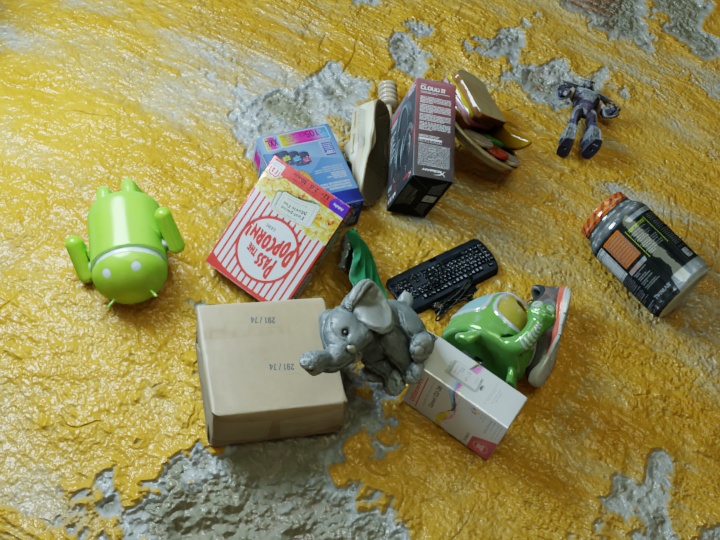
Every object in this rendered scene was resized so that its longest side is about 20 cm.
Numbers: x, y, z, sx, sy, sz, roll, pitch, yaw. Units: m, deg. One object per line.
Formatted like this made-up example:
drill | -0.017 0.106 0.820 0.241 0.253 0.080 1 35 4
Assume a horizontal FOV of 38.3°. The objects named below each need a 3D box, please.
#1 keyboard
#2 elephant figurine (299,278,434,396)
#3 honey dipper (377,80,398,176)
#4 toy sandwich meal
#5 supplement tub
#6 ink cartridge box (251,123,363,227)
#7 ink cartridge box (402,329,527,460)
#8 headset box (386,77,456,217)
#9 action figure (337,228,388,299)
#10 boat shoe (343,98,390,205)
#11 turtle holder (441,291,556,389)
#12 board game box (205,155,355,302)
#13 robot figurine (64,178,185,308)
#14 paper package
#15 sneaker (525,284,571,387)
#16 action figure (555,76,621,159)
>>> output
keyboard | 0.147 0.011 1.704 0.198 0.040 0.105 -26 65 -25
elephant figurine | -0.001 0.084 1.462 0.199 0.143 0.155 27 7 -32
honey dipper | 0.051 -0.251 1.857 0.037 0.038 0.202 4 60 -9
toy sandwich meal | 0.219 -0.264 1.831 0.204 0.070 0.206 34 26 -19
supplement tub | 0.475 -0.030 1.751 0.122 0.123 0.200 -31 69 -28
ink cartridge box | -0.083 -0.136 1.729 0.135 0.077 0.202 -15 63 -20
ink cartridge box | 0.136 0.180 1.545 0.199 0.117 0.068 35 57 12
headset box | 0.102 -0.214 1.747 0.076 0.149 0.203 8 69 -14
action figure | 0.000 0.000 1.653 0.054 0.118 0.201 -30 39 14
boat shoe | 0.006 -0.201 1.800 0.064 0.072 0.203 -9 64 31
turtle holder | 0.204 0.093 1.573 0.140 0.186 0.132 31 57 10
board game box | -0.125 -0.053 1.623 0.151 0.046 0.201 33 90 11
robot figurine | -0.354 -0.038 1.580 0.173 0.116 0.202 -15 61 5
paper package | -0.135 0.144 1.518 0.197 0.104 0.193 -5 57 -14
sneaker | 0.281 0.101 1.664 0.081 0.078 0.201 14 46 13
action figure | 0.422 -0.296 1.946 0.128 0.070 0.202 14 53 3
